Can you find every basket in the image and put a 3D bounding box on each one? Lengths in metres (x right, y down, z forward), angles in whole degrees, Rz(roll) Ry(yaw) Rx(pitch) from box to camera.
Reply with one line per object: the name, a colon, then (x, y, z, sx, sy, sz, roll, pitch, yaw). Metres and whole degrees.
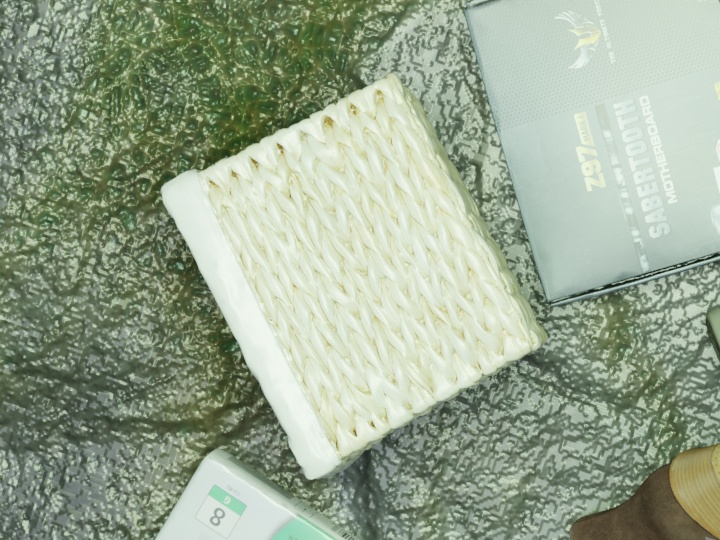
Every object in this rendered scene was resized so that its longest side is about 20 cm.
basket: (0.000, 0.000, 1.528, 0.160, 0.198, 0.201, -30, 87, 5)

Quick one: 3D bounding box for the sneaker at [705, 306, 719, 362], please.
sneaker: (0.303, 0.084, 1.548, 0.106, 0.075, 0.201, -36, 96, 5)

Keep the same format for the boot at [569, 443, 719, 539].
boot: (0.237, 0.204, 1.545, 0.201, 0.072, 0.166, 55, 134, 1)

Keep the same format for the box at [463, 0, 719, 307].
box: (0.166, -0.094, 1.569, 0.156, 0.051, 0.202, -15, 90, 10)

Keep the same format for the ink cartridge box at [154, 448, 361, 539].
ink cartridge box: (-0.080, 0.242, 1.623, 0.160, 0.050, 0.201, 32, 94, 7)
